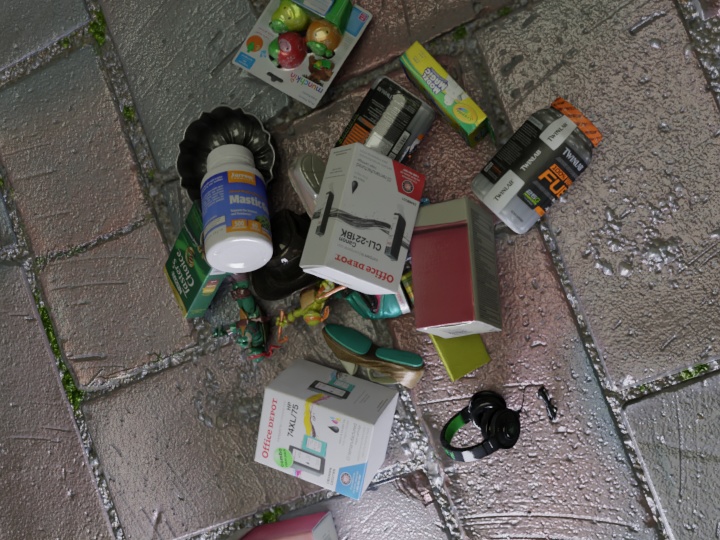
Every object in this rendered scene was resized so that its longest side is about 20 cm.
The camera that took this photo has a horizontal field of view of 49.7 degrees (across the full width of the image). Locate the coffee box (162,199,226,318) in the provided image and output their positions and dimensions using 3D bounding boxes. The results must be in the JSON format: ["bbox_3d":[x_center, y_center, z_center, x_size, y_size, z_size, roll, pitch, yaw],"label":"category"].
[{"bbox_3d":[-0.293,-0.018,1.406,0.200,0.044,0.124,-52,58,42],"label":"coffee box"}]

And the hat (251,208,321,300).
[{"bbox_3d":[-0.128,-0.049,1.345,0.199,0.202,0.081,-27,129,15],"label":"hat"}]

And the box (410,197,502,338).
[{"bbox_3d":[0.154,0.000,1.266,0.108,0.128,0.203,-10,75,27],"label":"box"}]

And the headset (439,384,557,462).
[{"bbox_3d":[0.231,0.258,1.296,0.199,0.124,0.095,-31,108,-3],"label":"headset"}]

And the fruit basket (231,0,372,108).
[{"bbox_3d":[-0.105,-0.412,1.364,0.184,0.094,0.201,32,80,13],"label":"fruit basket"}]

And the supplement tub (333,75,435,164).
[{"bbox_3d":[0.029,-0.218,1.329,0.122,0.122,0.201,36,101,12],"label":"supplement tub"}]

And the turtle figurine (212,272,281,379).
[{"bbox_3d":[-0.215,0.097,1.424,0.149,0.100,0.203,-16,84,55],"label":"turtle figurine"}]

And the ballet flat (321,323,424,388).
[{"bbox_3d":[0.017,0.160,1.381,0.198,0.068,0.073,18,117,11],"label":"ballet flat"}]

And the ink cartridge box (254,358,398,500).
[{"bbox_3d":[-0.058,0.268,1.343,0.198,0.146,0.149,16,109,16],"label":"ink cartridge box"}]

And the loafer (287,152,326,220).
[{"bbox_3d":[-0.056,-0.099,1.300,0.063,0.072,0.202,-17,104,54],"label":"loafer"}]

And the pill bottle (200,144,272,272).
[{"bbox_3d":[-0.210,-0.108,1.301,0.111,0.112,0.202,-19,60,16],"label":"pill bottle"}]

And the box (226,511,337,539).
[{"bbox_3d":[-0.142,0.529,1.398,0.198,0.109,0.129,-17,87,15],"label":"box"}]

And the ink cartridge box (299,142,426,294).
[{"bbox_3d":[0.005,-0.077,1.220,0.083,0.143,0.202,1,73,58],"label":"ink cartridge box"}]

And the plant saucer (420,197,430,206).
[{"bbox_3d":[0.043,-0.078,1.312,0.019,0.198,0.071,-14,87,55],"label":"plant saucer"}]

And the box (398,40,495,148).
[{"bbox_3d":[0.150,-0.280,1.295,0.048,0.117,0.200,-44,80,6],"label":"box"}]

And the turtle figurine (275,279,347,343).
[{"bbox_3d":[-0.081,0.033,1.360,0.200,0.064,0.163,-42,42,38],"label":"turtle figurine"}]

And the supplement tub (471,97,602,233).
[{"bbox_3d":[0.284,-0.169,1.249,0.123,0.122,0.200,44,103,10],"label":"supplement tub"}]

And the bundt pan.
[{"bbox_3d":[-0.236,-0.199,1.429,0.199,0.076,0.205,1,92,16],"label":"bundt pan"}]

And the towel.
[{"bbox_3d":[0.146,0.083,1.337,0.085,0.018,0.202,-24,84,-19],"label":"towel"}]

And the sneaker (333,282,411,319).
[{"bbox_3d":[0.000,0.000,1.365,0.120,0.084,0.202,-23,90,7],"label":"sneaker"}]
